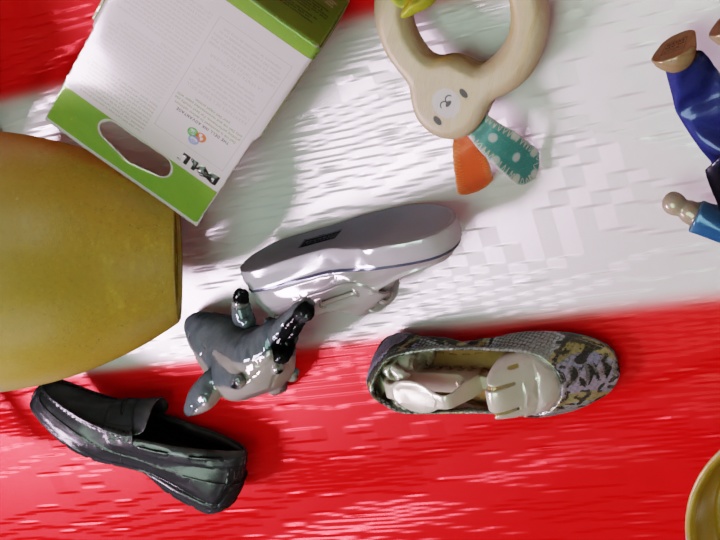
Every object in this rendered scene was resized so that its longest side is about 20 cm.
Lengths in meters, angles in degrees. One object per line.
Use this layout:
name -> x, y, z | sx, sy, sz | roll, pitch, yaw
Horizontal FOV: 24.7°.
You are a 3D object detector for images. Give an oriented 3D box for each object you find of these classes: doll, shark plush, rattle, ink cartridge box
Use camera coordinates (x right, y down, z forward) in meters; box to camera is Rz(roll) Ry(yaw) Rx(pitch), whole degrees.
doll -> 0.259, -0.066, 1.075 | 0.136, 0.049, 0.201 | -22, 109, 24
shark plush -> -0.093, 0.055, 1.265 | 0.200, 0.090, 0.084 | 142, 114, -71
rattle -> 0.060, -0.128, 1.098 | 0.129, 0.143, 0.202 | 3, 110, 6
ink cartridge box -> -0.124, -0.153, 1.200 | 0.147, 0.076, 0.200 | 34, 130, -6

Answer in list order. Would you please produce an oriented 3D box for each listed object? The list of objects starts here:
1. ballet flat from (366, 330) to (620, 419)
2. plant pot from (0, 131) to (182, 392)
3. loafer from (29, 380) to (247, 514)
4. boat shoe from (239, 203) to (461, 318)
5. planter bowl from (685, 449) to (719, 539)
ballet flat -> 0.092, 0.085, 1.224 | 0.199, 0.072, 0.073 | -1, 114, 27
plant pot -> -0.211, -0.009, 1.280 | 0.140, 0.200, 0.202 | -1, 117, -3
loafer -> -0.186, 0.134, 1.395 | 0.199, 0.068, 0.071 | 24, 115, 9
boat shoe -> 0.000, 0.000, 1.236 | 0.199, 0.074, 0.066 | -10, 114, 41
planter bowl -> 0.331, 0.172, 1.134 | 0.199, 0.083, 0.202 | 11, 119, 21
